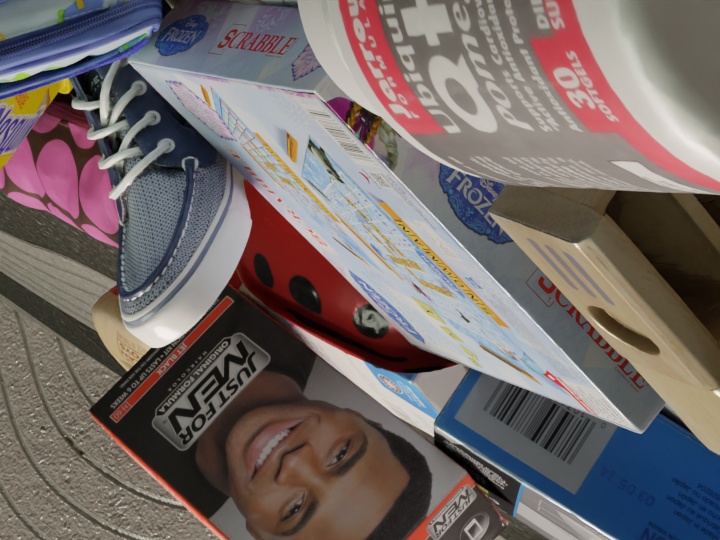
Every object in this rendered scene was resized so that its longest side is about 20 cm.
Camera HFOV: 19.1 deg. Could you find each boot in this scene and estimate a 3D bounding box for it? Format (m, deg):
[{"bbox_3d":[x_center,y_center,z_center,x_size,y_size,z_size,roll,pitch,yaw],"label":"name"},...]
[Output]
[{"bbox_3d":[-0.101,-0.054,0.973,0.090,0.073,0.200,41,-152,-25],"label":"boot"}]

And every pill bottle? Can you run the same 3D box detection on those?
[{"bbox_3d":[0.057,-0.074,0.506,0.111,0.111,0.200,38,169,-20],"label":"pill bottle"}]

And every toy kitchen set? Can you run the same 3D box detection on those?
[{"bbox_3d":[0.149,0.057,0.675,0.200,0.163,0.180,23,165,45],"label":"toy kitchen set"}]

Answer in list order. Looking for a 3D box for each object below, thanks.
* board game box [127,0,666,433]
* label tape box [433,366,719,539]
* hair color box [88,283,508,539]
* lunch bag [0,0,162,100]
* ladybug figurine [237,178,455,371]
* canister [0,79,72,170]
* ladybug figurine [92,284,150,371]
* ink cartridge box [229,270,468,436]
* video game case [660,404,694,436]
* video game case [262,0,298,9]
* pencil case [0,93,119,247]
[{"bbox_3d":[0.016,-0.028,0.882,0.200,0.041,0.199,46,168,-25],"label":"board game box"},{"bbox_3d":[0.112,0.105,1.048,0.144,0.063,0.200,32,170,9],"label":"label tape box"},{"bbox_3d":[-0.034,0.097,1.057,0.200,0.102,0.061,35,168,39],"label":"hair color box"},{"bbox_3d":[-0.181,-0.101,0.868,0.161,0.200,0.083,-160,52,-78],"label":"lunch bag"},{"bbox_3d":[0.000,0.000,1.101,0.136,0.072,0.200,42,167,-35],"label":"ladybug figurine"},{"bbox_3d":[-0.242,-0.076,1.193,0.087,0.200,0.149,35,170,1],"label":"canister"},{"bbox_3d":[-0.086,0.053,1.282,0.136,0.072,0.200,30,169,27],"label":"ladybug figurine"},{"bbox_3d":[-0.005,0.027,1.294,0.200,0.067,0.116,27,166,35],"label":"ink cartridge box"},{"bbox_3d":[0.209,0.082,0.938,0.200,0.045,0.181,33,169,11],"label":"video game case"},{"bbox_3d":[-0.005,-0.115,0.760,0.182,0.024,0.200,33,170,5],"label":"video game case"},{"bbox_3d":[-0.165,-0.068,1.335,0.200,0.091,0.094,19,127,50],"label":"pencil case"}]
